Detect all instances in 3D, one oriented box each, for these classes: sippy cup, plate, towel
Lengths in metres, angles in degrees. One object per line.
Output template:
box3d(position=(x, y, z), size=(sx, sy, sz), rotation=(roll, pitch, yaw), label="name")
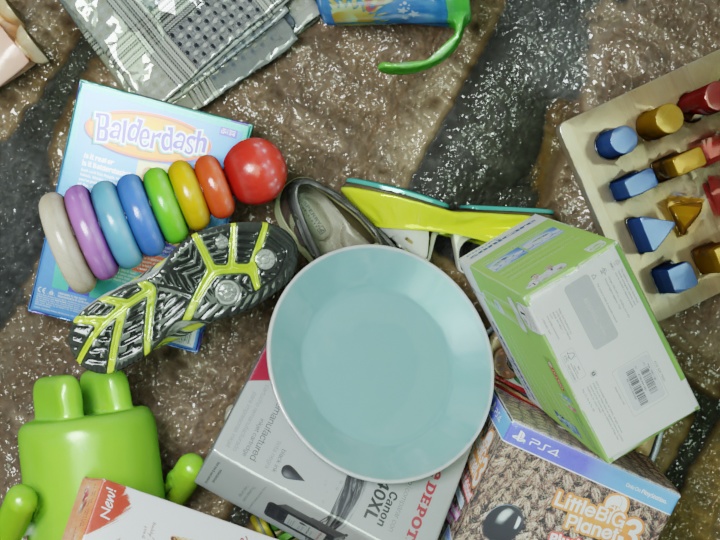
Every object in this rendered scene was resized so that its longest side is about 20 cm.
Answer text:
box3d(position=(0.022, -0.268, 1.062), size=(0.129, 0.140, 0.179), rotation=(-10, 51, 5), label="sippy cup")
box3d(position=(0.016, 0.077, 1.020), size=(0.198, 0.026, 0.203), rotation=(7, 68, -18), label="plate")
box3d(position=(-0.157, -0.248, 1.087), size=(0.192, 0.035, 0.201), rotation=(-38, 93, -5), label="towel")

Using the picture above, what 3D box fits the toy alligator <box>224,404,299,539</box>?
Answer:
box3d(position=(-0.067, 0.208, 1.078), size=(0.059, 0.054, 0.202), rotation=(-28, 92, -5), label="toy alligator")

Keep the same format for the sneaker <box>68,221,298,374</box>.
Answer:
box3d(position=(-0.145, 0.014, 1.015), size=(0.198, 0.076, 0.076), rotation=(-24, 97, -6), label="sneaker")

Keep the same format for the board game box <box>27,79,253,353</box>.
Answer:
box3d(position=(-0.187, -0.046, 1.065), size=(0.150, 0.045, 0.202), rotation=(15, 96, -5), label="board game box")

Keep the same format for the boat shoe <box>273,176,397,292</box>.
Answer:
box3d(position=(0.000, 0.000, 1.081), size=(0.200, 0.065, 0.073), rotation=(44, 84, -4), label="boat shoe")

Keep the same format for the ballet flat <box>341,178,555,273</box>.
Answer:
box3d(position=(0.077, -0.034, 1.090), size=(0.197, 0.067, 0.068), rotation=(9, 91, -7), label="ballet flat")

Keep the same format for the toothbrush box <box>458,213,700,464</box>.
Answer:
box3d(position=(0.166, 0.046, 0.986), size=(0.086, 0.200, 0.147), rotation=(-30, 101, -5), label="toothbrush box")

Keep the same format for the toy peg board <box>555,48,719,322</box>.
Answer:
box3d(position=(0.308, -0.081, 1.094), size=(0.197, 0.098, 0.202), rotation=(-24, 91, -5), label="toy peg board")

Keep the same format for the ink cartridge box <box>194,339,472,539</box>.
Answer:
box3d(position=(-0.016, 0.153, 1.042), size=(0.199, 0.084, 0.146), rotation=(29, 57, -4), label="ink cartridge box")

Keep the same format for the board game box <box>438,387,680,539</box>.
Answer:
box3d(position=(0.148, 0.231, 1.055), size=(0.158, 0.097, 0.202), rotation=(23, 98, -7), label="board game box")

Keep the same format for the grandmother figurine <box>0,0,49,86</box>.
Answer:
box3d(position=(-0.363, -0.144, 1.059), size=(0.199, 0.061, 0.122), rotation=(-35, 65, -2), label="grandmother figurine")

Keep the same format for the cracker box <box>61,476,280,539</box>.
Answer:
box3d(position=(-0.143, 0.256, 0.970), size=(0.198, 0.058, 0.135), rotation=(24, 73, -24), label="cracker box")

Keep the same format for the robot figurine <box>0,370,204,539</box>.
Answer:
box3d(position=(-0.221, 0.185, 1.033), size=(0.174, 0.115, 0.203), rotation=(-6, 88, -37), label="robot figurine")

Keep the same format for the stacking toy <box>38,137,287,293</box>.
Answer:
box3d(position=(-0.154, -0.056, 1.006), size=(0.198, 0.085, 0.086), rotation=(-22, 91, -5), label="stacking toy")

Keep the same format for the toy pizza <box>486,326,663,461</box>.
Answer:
box3d(position=(0.180, 0.129, 1.112), size=(0.197, 0.032, 0.203), rotation=(0, 89, -5), label="toy pizza")
